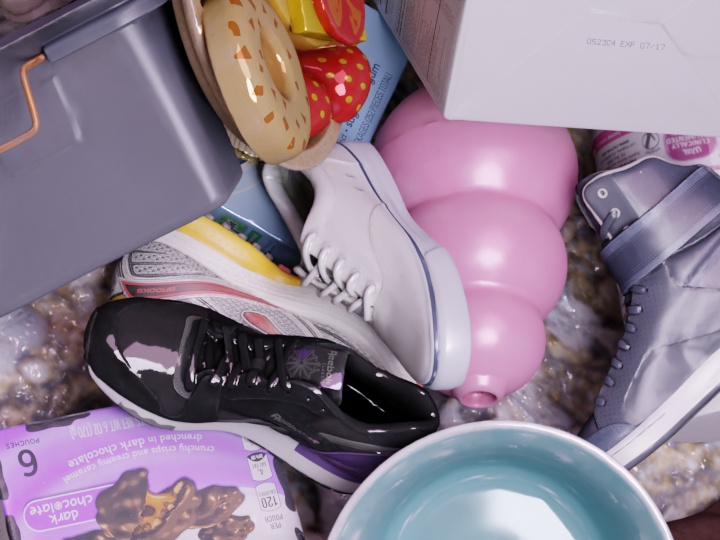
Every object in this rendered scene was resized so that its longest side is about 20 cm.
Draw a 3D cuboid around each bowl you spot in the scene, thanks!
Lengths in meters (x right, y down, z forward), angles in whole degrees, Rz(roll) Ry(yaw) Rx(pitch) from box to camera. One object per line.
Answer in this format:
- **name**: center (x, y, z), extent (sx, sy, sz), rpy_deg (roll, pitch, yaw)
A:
- **bowl**: center (0.074, 0.178, 1.633), extent (0.200, 0.105, 0.201), rpy_deg (0, 93, -1)

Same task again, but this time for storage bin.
- **storage bin**: center (-0.165, -0.067, 1.618), extent (0.200, 0.146, 0.134), rpy_deg (-27, 99, 10)

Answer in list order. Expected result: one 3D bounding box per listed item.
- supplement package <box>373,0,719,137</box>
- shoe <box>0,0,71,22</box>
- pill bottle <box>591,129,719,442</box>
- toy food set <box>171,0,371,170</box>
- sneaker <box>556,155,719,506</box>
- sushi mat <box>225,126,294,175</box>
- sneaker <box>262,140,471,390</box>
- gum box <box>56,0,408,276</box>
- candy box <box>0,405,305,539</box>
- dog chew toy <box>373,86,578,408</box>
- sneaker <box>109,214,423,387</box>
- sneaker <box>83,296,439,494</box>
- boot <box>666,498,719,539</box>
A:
- **supplement package**: center (0.125, -0.187, 1.729), extent (0.191, 0.147, 0.200), rpy_deg (4, 27, -17)
- **shoe**: center (-0.138, -0.204, 1.715), extent (0.070, 0.053, 0.200), rpy_deg (28, 45, 33)
- **pill bottle**: center (0.211, -0.003, 1.798), extent (0.113, 0.113, 0.200), rpy_deg (-2, 73, -23)
- **toy food set**: center (-0.048, -0.154, 1.638), extent (0.200, 0.049, 0.198), rpy_deg (-2, 81, -65)
- **sneaker**: center (0.150, 0.027, 1.702), extent (0.202, 0.077, 0.146), rpy_deg (-43, 85, 0)
- **sushi mat**: center (-0.055, -0.163, 1.719), extent (0.096, 0.012, 0.200), rpy_deg (23, 73, -35)
- **sneaker**: center (0.000, 0.000, 1.650), extent (0.071, 0.073, 0.200), rpy_deg (-6, 37, -22)
- **gum box**: center (-0.086, -0.116, 1.754), extent (0.200, 0.045, 0.170), rpy_deg (30, 63, -9)
- **candy box**: center (-0.113, 0.176, 1.623), extent (0.168, 0.072, 0.200), rpy_deg (-11, 76, -26)
- **dog chew toy**: center (0.068, -0.013, 1.726), extent (0.124, 0.125, 0.200), rpy_deg (10, 59, -19)
- **sneaker**: center (-0.055, 0.042, 1.702), extent (0.200, 0.078, 0.082), rpy_deg (29, 73, -4)
- **sneaker**: center (-0.049, 0.053, 1.603), extent (0.200, 0.088, 0.076), rpy_deg (21, 60, -23)
- **boot**: center (0.189, 0.171, 1.769), extent (0.200, 0.072, 0.166), rpy_deg (45, 48, 2)
